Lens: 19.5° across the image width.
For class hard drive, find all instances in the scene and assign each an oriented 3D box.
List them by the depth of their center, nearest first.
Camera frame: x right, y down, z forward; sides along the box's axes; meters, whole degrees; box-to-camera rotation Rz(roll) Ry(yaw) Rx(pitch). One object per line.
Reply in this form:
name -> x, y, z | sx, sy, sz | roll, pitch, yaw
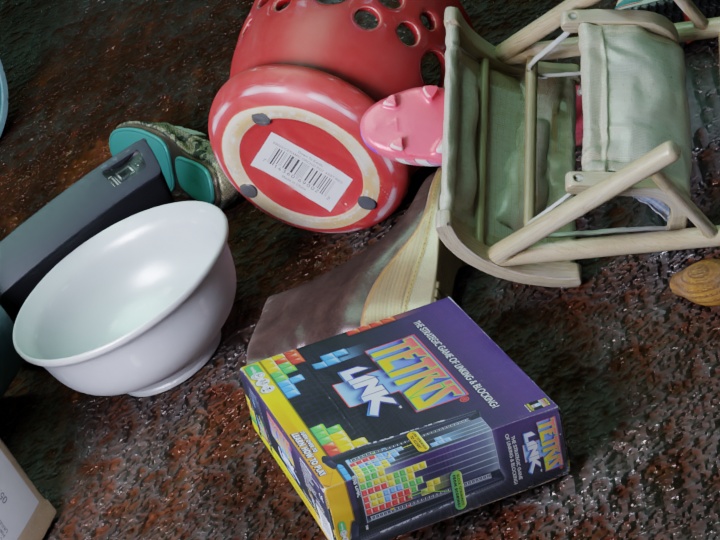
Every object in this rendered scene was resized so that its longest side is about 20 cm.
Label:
hard drive -> -0.241, -0.011, 1.822 | 0.200, 0.135, 0.042 | -39, 56, -16

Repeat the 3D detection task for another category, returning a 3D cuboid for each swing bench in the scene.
swing bench -> 0.166, -0.107, 1.522 | 0.199, 0.130, 0.200 | -16, 53, 30

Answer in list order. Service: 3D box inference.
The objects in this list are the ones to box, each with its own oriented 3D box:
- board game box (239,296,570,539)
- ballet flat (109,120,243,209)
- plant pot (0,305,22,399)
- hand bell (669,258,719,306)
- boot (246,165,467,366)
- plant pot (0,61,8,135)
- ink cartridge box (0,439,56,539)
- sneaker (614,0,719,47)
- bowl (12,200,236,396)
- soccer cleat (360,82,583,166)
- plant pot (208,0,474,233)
board game box -> 0.025, 0.099, 1.411 | 0.165, 0.057, 0.200 | -20, 26, -13
ballet flat -> -0.157, -0.103, 1.970 | 0.075, 0.068, 0.200 | -20, 26, -31
plant pot -> -0.401, 0.101, 1.727 | 0.200, 0.201, 0.161 | -11, 42, 32
hand bell -> 0.268, 0.005, 1.366 | 0.104, 0.104, 0.200 | -43, 19, -24
boot -> 0.000, 0.000, 1.622 | 0.166, 0.072, 0.200 | -14, 35, 25
plant pot -> -0.530, -0.189, 2.337 | 0.196, 0.200, 0.200 | -7, 35, 50
ink cartridge box -> -0.355, 0.151, 1.582 | 0.164, 0.200, 0.075 | -13, 32, 31
sneaker -> 0.297, -0.234, 1.724 | 0.199, 0.070, 0.094 | -9, 40, 40
bowl -> -0.177, 0.039, 1.711 | 0.200, 0.091, 0.201 | -23, 29, 14
soccer cleat -> 0.098, -0.112, 1.658 | 0.199, 0.077, 0.067 | -9, 71, -6
plant pot -> -0.018, -0.148, 1.754 | 0.200, 0.201, 0.183 | -10, 39, 33
